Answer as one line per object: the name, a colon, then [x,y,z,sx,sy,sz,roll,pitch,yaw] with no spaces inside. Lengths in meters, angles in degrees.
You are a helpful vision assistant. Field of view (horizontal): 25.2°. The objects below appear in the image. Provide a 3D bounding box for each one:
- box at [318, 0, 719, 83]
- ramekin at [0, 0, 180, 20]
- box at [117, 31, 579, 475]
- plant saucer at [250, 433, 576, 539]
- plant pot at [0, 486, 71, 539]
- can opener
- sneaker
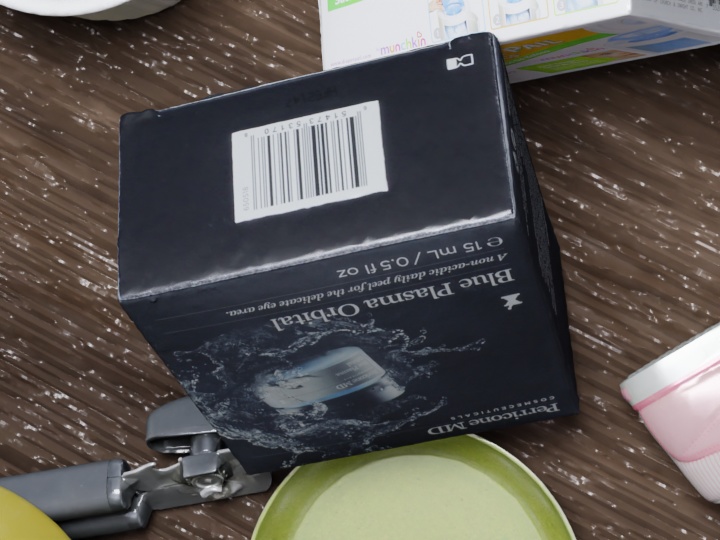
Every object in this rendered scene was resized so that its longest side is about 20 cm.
box: [0.083,-0.159,0.840,0.199,0.112,0.102,-6,86,43]
ramekin: [-0.155,-0.241,0.935,0.199,0.098,0.202,0,89,11]
box: [0.000,0.000,0.839,0.196,0.200,0.118,-12,56,11]
plant saucer: [0.032,0.187,0.929,0.199,0.031,0.201,0,89,10]
plant pot: [-0.260,0.238,0.878,0.200,0.189,0.202,4,109,11]
can opener: [-0.148,0.120,0.962,0.199,0.053,0.067,-10,55,11]
sneaker: [0.249,0.054,0.867,0.200,0.075,0.105,-33,79,16]
